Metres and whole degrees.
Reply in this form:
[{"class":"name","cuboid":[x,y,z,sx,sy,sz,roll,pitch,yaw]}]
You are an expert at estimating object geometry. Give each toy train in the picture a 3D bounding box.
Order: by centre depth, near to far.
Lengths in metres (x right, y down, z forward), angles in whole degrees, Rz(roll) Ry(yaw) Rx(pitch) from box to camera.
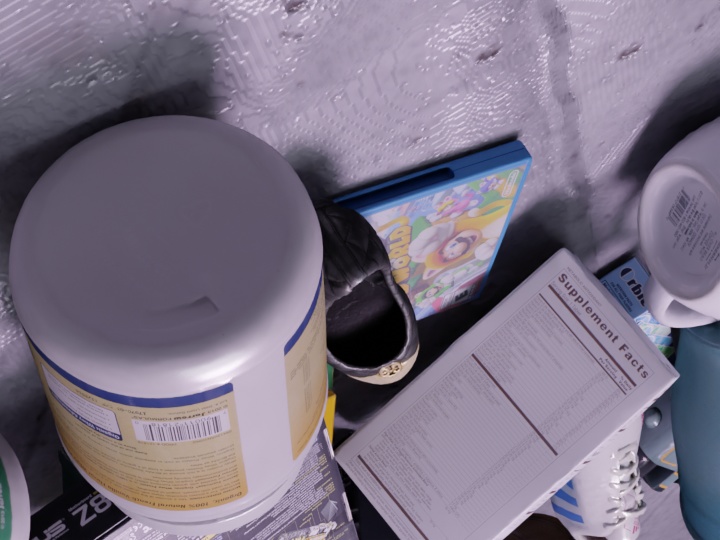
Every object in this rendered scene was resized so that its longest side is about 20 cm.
[{"class":"toy train","cuboid":[0.296,0.111,1.443,0.113,0.086,0.200,22,124,-43]}]

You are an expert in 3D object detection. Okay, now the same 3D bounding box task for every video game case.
[{"class":"video game case","cuboid":[0.000,0.000,1.018,0.198,0.018,0.144,-19,150,-24]}]

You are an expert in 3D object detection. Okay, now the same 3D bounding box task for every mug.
[{"class":"mug","cuboid":[0.261,-0.023,1.120,0.174,0.149,0.200,-9,153,-30]}]

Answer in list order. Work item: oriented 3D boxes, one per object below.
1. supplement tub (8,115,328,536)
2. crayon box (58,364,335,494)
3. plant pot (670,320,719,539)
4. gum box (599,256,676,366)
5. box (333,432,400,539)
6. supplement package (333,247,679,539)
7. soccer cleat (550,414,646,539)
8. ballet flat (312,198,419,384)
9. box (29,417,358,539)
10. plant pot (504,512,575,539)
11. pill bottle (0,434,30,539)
[{"class":"supplement tub","cuboid":[-0.088,0.035,0.849,0.143,0.145,0.201,-24,152,-14]},{"class":"crayon box","cuboid":[-0.085,0.135,1.057,0.199,0.051,0.128,-21,130,-33]},{"class":"plant pot","cuboid":[0.315,0.088,1.260,0.199,0.200,0.189,-26,122,-10]},{"class":"gum box","cuboid":[0.138,0.089,1.275,0.199,0.045,0.170,-32,153,0]},{"class":"box","cuboid":[-0.030,0.247,1.175,0.182,0.201,0.104,-41,114,17]},{"class":"supplement package","cuboid":[0.099,0.094,1.125,0.200,0.114,0.109,-41,170,7]},{"class":"soccer cleat","cuboid":[0.189,0.153,1.293,0.069,0.087,0.201,-26,154,-13]},{"class":"ballet flat","cuboid":[-0.003,0.026,0.977,0.066,0.057,0.200,-30,152,-1]},{"class":"box","cuboid":[-0.099,0.161,0.986,0.199,0.049,0.162,-36,136,-20]},{"class":"plant pot","cuboid":[0.077,0.302,1.417,0.197,0.201,0.201,6,135,-39]},{"class":"pill bottle","cuboid":[-0.270,0.124,0.839,0.113,0.113,0.199,-46,150,25]}]
